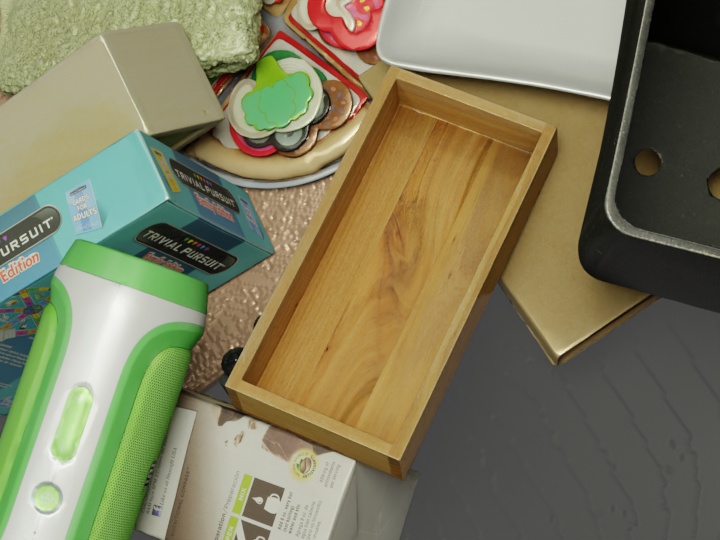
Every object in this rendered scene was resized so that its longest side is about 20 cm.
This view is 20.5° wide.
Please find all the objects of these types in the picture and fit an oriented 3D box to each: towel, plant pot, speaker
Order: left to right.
[{"bbox_3d":[-0.143,0.091,1.011,0.088,0.088,0.202,17,87,22],"label":"speaker"},{"bbox_3d":[-0.138,-0.176,1.186,0.199,0.036,0.150,-3,77,33],"label":"towel"},{"bbox_3d":[0.201,-0.064,0.941,0.198,0.177,0.202,15,73,-6],"label":"plant pot"}]

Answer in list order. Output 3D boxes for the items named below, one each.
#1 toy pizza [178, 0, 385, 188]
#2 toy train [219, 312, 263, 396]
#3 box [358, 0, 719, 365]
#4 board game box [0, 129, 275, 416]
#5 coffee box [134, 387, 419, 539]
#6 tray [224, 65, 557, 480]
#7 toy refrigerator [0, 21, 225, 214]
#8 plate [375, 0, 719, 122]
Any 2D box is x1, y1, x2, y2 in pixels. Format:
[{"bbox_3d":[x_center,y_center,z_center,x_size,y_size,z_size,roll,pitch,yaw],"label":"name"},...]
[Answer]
[{"bbox_3d":[-0.051,-0.149,1.175,0.198,0.032,0.202,-4,79,19],"label":"toy pizza"},{"bbox_3d":[0.000,0.000,1.100,0.046,0.034,0.200,32,73,35],"label":"toy train"},{"bbox_3d":[0.117,-0.073,1.087,0.163,0.021,0.201,-33,71,-4],"label":"box"},{"bbox_3d":[-0.167,0.006,1.125,0.199,0.151,0.047,-31,71,12],"label":"board game box"},{"bbox_3d":[-0.083,0.112,1.096,0.199,0.113,0.080,17,86,21],"label":"coffee box"},{"bbox_3d":[0.019,-0.002,1.036,0.098,0.037,0.201,21,68,15],"label":"tray"},{"bbox_3d":[-0.178,-0.062,1.145,0.199,0.076,0.070,-29,85,32],"label":"toy refrigerator"},{"bbox_3d":[0.124,-0.183,1.095,0.198,0.032,0.201,11,74,10],"label":"plate"}]
